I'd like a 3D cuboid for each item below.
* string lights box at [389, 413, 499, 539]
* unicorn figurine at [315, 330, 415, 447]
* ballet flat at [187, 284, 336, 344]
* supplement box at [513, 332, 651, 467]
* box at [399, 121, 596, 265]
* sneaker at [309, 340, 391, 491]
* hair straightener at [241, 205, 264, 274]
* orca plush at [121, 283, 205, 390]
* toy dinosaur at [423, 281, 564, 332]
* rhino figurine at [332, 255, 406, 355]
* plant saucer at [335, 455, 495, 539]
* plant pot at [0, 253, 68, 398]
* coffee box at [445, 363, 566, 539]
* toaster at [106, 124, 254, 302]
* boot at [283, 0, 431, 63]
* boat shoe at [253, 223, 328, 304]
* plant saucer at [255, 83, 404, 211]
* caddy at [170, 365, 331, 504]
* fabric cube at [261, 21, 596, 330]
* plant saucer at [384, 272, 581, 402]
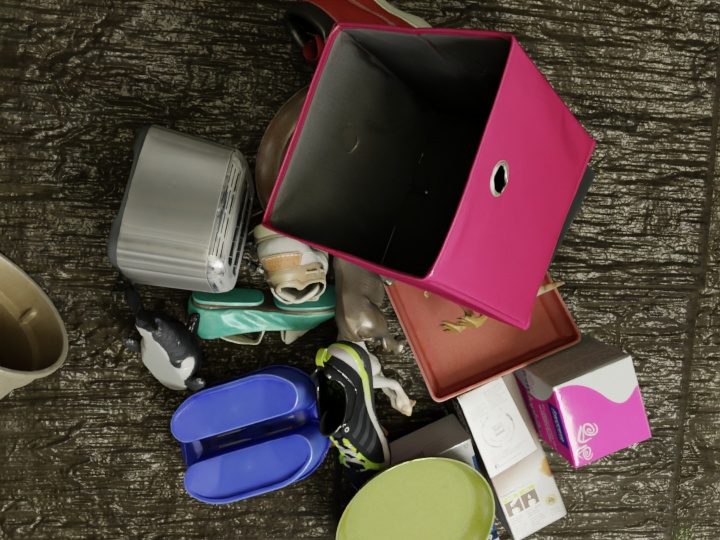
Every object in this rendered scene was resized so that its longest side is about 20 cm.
[{"bbox_3d":[0.108,0.296,0.905,0.101,0.059,0.203,-22,116,-7],"label":"string lights box"},{"bbox_3d":[0.001,0.141,0.884,0.137,0.074,0.201,39,96,4],"label":"unicorn figurine"},{"bbox_3d":[-0.112,0.056,0.873,0.196,0.068,0.072,0,121,-10],"label":"ballet flat"},{"bbox_3d":[0.251,0.142,0.868,0.102,0.200,0.103,-20,99,-7],"label":"supplement box"},{"bbox_3d":[0.133,-0.098,0.808,0.124,0.199,0.150,26,93,-51],"label":"box"},{"bbox_3d":[-0.022,0.180,0.819,0.071,0.082,0.204,-4,105,35],"label":"sneaker"},{"bbox_3d":[-0.132,-0.032,0.863,0.197,0.041,0.078,-27,83,-12],"label":"hair straightener"},{"bbox_3d":[-0.216,0.069,0.803,0.104,0.201,0.072,18,60,21],"label":"orca plush"},{"bbox_3d":[0.141,0.022,0.839,0.196,0.061,0.108,17,67,9],"label":"toy dinosaur"},{"bbox_3d":[0.000,0.000,0.843,0.087,0.059,0.203,26,47,-45],"label":"rhino figurine"},{"bbox_3d":[0.063,0.297,0.843,0.196,0.031,0.204,-6,115,-12],"label":"plant saucer"},{"bbox_3d":[-0.455,0.093,0.758,0.183,0.201,0.201,-42,101,9],"label":"plant pot"},{"bbox_3d":[0.176,0.218,0.908,0.079,0.114,0.203,-24,100,-7],"label":"coffee box"},{"bbox_3d":[-0.194,-0.057,0.786,0.126,0.114,0.204,9,72,2],"label":"toaster"},{"bbox_3d":[0.011,-0.250,0.814,0.199,0.072,0.145,36,50,-6],"label":"boot"},{"bbox_3d":[-0.074,0.003,0.778,0.073,0.200,0.070,-11,79,6],"label":"boat shoe"},{"bbox_3d":[-0.032,-0.129,0.827,0.197,0.032,0.204,-8,71,24],"label":"plant saucer"},{"bbox_3d":[-0.131,0.197,0.856,0.196,0.105,0.144,-16,84,5],"label":"caddy"},{"bbox_3d":[0.067,-0.082,0.648,0.198,0.198,0.200,24,87,-51],"label":"fabric cube"},{"bbox_3d":[0.140,0.039,0.883,0.196,0.037,0.203,-21,69,-7],"label":"plant saucer"}]
